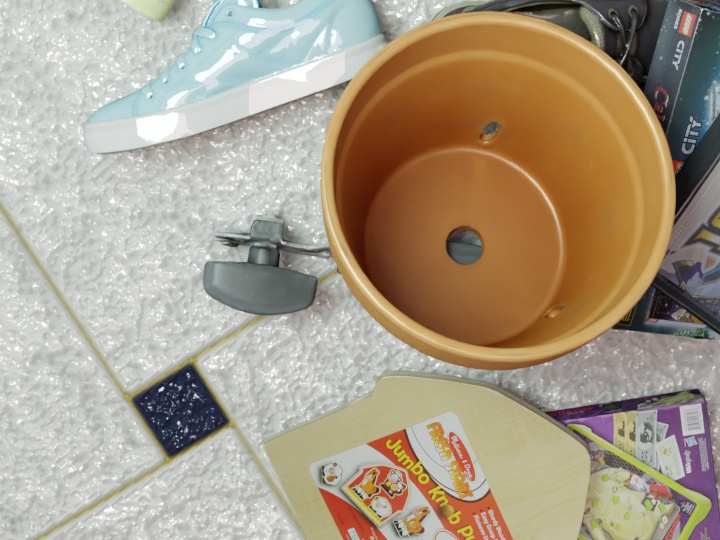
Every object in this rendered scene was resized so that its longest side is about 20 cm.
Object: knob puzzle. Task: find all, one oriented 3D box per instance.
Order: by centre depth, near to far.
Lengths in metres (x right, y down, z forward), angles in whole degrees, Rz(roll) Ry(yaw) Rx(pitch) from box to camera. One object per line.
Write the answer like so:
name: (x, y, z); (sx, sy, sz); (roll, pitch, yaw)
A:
knob puzzle: (0.060, 0.150, 1.134); (0.217, 0.030, 0.222); (3, 109, 7)

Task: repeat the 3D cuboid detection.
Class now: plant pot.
plant pot: (0.069, -0.032, 1.002); (0.198, 0.140, 0.202); (2, 75, -6)

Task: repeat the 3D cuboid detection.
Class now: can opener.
can opener: (0.000, 0.000, 1.090); (0.198, 0.053, 0.067); (5, 89, -3)

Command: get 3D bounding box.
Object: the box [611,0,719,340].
box: (0.228, -0.057, 1.055); (0.135, 0.038, 0.202); (7, 106, -25)

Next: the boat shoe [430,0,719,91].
boat shoe: (0.140, -0.138, 1.046); (0.198, 0.065, 0.073); (0, 101, -3)

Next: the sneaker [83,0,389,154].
sneaker: (-0.084, -0.132, 1.055); (0.198, 0.074, 0.083); (-20, 95, -3)

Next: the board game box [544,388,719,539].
board game box: (0.183, 0.186, 1.150); (0.119, 0.032, 0.202); (-9, 104, -1)

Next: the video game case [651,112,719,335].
video game case: (0.278, -0.043, 1.045); (0.180, 0.025, 0.201); (32, 95, -30)

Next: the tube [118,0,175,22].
tube: (-0.092, -0.248, 1.034); (0.058, 0.052, 0.201); (20, 104, -47)
